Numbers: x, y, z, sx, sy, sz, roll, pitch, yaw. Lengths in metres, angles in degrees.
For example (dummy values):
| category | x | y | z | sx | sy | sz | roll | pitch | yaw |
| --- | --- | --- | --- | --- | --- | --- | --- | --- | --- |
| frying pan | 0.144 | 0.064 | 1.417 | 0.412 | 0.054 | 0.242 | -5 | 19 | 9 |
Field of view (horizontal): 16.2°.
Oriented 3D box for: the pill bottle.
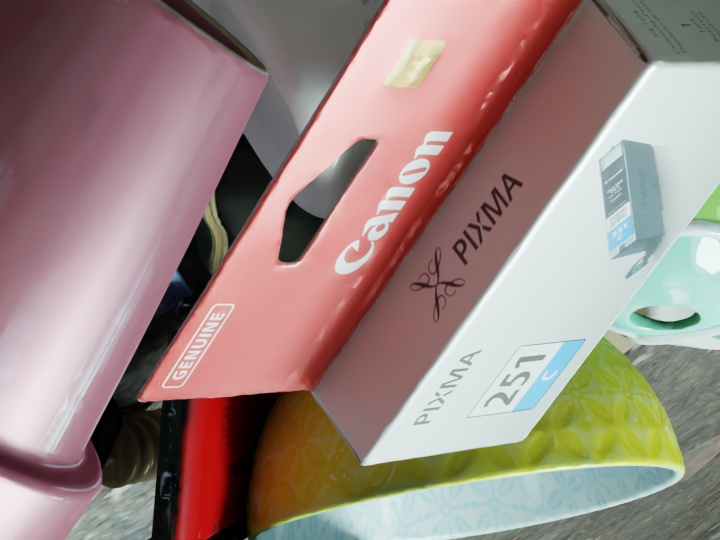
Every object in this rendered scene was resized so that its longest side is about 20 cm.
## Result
| category | x | y | z | sx | sy | sz | roll | pitch | yaw |
| --- | --- | --- | --- | --- | --- | --- | --- | --- | --- |
| pill bottle | 0.044 | -0.113 | 0.915 | 0.200 | 0.114 | 0.114 | -29 | 163 | -12 |

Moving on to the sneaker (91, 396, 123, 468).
| category | x | y | z | sx | sy | sz | roll | pitch | yaw |
| --- | --- | --- | --- | --- | --- | --- | --- | --- | --- |
| sneaker | -0.181 | 0.091 | 1.146 | 0.200 | 0.074 | 0.087 | -18 | 158 | -52 |

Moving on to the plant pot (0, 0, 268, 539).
| category | x | y | z | sx | sy | sz | roll | pitch | yaw |
| --- | --- | --- | --- | --- | --- | --- | --- | --- | --- |
| plant pot | -0.130 | -0.026 | 0.743 | 0.179 | 0.200 | 0.200 | -51 | 161 | 5 |

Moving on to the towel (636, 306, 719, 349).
| category | x | y | z | sx | sy | sz | roll | pitch | yaw |
| --- | --- | --- | --- | --- | --- | --- | --- | --- | --- |
| towel | 0.186 | -0.059 | 1.272 | 0.153 | 0.023 | 0.200 | 6 | 99 | -65 |

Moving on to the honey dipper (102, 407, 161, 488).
| category | x | y | z | sx | sy | sz | roll | pitch | yaw |
| --- | --- | --- | --- | --- | --- | --- | --- | --- | --- |
| honey dipper | -0.164 | 0.099 | 1.261 | 0.200 | 0.038 | 0.038 | -8 | 150 | -50 |

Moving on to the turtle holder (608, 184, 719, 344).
| category | x | y | z | sx | sy | sz | roll | pitch | yaw |
| --- | --- | --- | --- | --- | --- | --- | --- | --- | --- |
| turtle holder | 0.152 | -0.046 | 1.139 | 0.185 | 0.132 | 0.141 | -20 | -157 | 3 |

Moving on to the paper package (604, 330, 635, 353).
| category | x | y | z | sx | sy | sz | roll | pitch | yaw |
| --- | --- | --- | --- | --- | --- | --- | --- | --- | --- |
| paper package | 0.064 | 0.016 | 1.325 | 0.200 | 0.103 | 0.191 | -37 | 163 | 15 |

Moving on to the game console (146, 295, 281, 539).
| category | x | y | z | sx | sy | sz | roll | pitch | yaw |
| --- | --- | --- | --- | --- | --- | --- | --- | --- | --- |
| game console | -0.111 | 0.090 | 1.153 | 0.119 | 0.172 | 0.200 | 5 | -178 | 8 |

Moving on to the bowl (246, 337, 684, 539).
| category | x | y | z | sx | sy | sz | roll | pitch | yaw |
| --- | --- | --- | --- | --- | --- | --- | --- | --- | --- |
| bowl | 0.040 | 0.059 | 1.161 | 0.200 | 0.108 | 0.200 | -9 | 168 | -2 |

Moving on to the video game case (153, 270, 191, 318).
| category | x | y | z | sx | sy | sz | roll | pitch | yaw |
| --- | --- | --- | --- | --- | --- | --- | --- | --- | --- |
| video game case | -0.170 | 0.015 | 0.998 | 0.181 | 0.045 | 0.200 | -31 | 163 | -2 |

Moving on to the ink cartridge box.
| category | x | y | z | sx | sy | sz | roll | pitch | yaw |
| --- | --- | --- | --- | --- | --- | --- | --- | --- | --- |
| ink cartridge box | 0.039 | -0.013 | 0.892 | 0.176 | 0.045 | 0.200 | -3 | 137 | -45 |

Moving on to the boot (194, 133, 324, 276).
| category | x | y | z | sx | sy | sz | roll | pitch | yaw |
| --- | --- | --- | --- | --- | --- | --- | --- | --- | --- |
| boot | 0.000 | 0.000 | 1.079 | 0.077 | 0.138 | 0.200 | -56 | 163 | -1 |
